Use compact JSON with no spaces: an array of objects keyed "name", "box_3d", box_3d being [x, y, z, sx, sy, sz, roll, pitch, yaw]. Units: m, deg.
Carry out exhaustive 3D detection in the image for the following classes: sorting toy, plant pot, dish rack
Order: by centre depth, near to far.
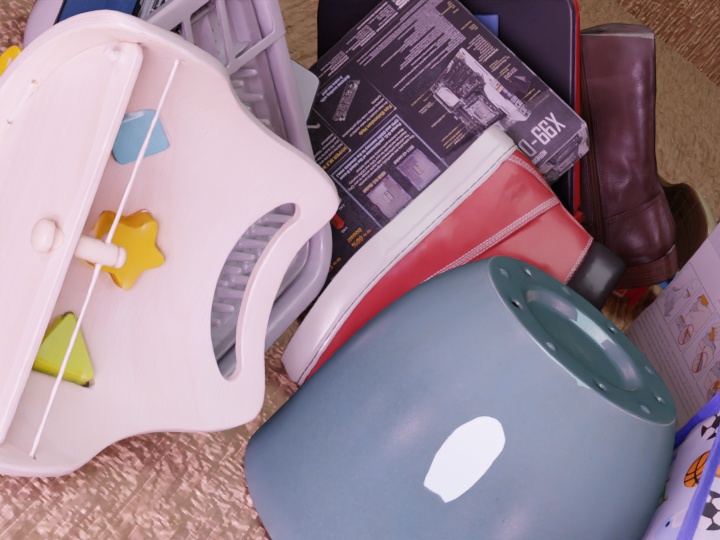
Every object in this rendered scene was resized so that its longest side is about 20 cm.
[{"name":"sorting toy","box_3d":[-0.096,-0.004,0.904,0.179,0.202,0.107,18,4,-38]},{"name":"plant pot","box_3d":[0.065,0.092,1.007,0.200,0.161,0.201,34,19,-14]},{"name":"dish rack","box_3d":[-0.085,-0.048,1.022,0.172,0.043,0.202,-48,132,-49]}]

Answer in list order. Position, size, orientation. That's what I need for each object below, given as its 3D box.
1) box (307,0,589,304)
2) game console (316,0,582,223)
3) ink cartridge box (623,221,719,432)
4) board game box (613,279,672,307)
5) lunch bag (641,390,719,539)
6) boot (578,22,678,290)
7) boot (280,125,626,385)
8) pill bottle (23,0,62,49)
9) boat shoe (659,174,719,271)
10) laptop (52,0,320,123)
[{"name":"box","box_3d":[0.022,-0.071,1.242,0.158,0.200,0.050,45,-7,19]},{"name":"game console","box_3d":[0.057,-0.100,1.317,0.198,0.179,0.031,5,15,31]},{"name":"ink cartridge box","box_3d":[0.227,0.082,1.316,0.043,0.174,0.200,32,19,-22]},{"name":"board game box","box_3d":[0.227,-0.008,1.747,0.199,0.039,0.158,29,16,-45]},{"name":"lunch bag","box_3d":[0.212,0.189,1.017,0.169,0.124,0.201,29,52,-2]},{"name":"boot","box_3d":[0.121,-0.072,1.343,0.064,0.184,0.201,-96,172,-57]},{"name":"boot","box_3d":[0.061,0.029,1.142,0.144,0.200,0.072,47,-20,3]},{"name":"pill bottle","box_3d":[-0.151,-0.149,1.227,0.112,0.113,0.200,33,20,-16]},{"name":"boat shoe","box_3d":[0.294,-0.040,1.790,0.062,0.074,0.200,33,13,-17]},{"name":"laptop","box_3d":[-0.095,-0.092,1.057,0.199,0.116,0.189,31,61,-25]}]
